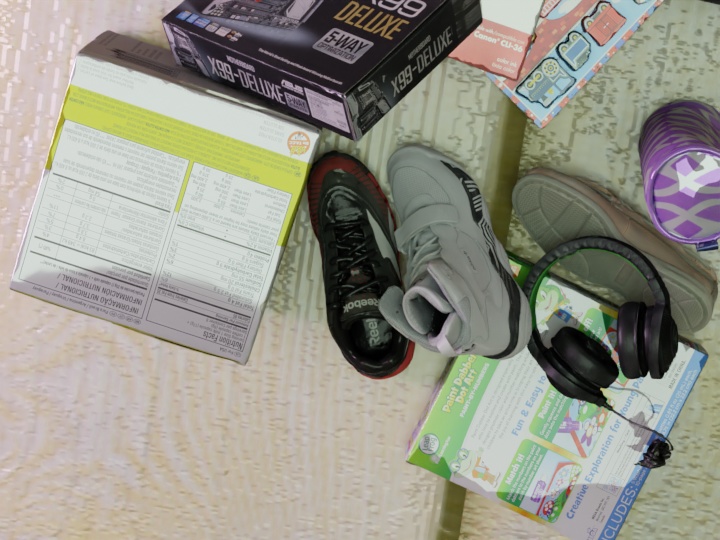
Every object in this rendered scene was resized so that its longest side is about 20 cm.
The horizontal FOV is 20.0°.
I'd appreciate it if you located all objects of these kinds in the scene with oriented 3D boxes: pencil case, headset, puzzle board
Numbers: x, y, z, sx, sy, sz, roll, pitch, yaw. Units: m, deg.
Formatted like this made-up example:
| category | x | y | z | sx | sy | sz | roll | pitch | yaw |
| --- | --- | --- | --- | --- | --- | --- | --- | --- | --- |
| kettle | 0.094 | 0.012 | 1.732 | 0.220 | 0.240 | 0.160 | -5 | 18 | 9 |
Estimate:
| category | x | y | z | sx | sy | sz | roll | pitch | yaw |
| --- | --- | --- | --- | --- | --- | --- | --- | --- | --- |
| pencil case | 0.267 | -0.084 | 1.642 | 0.085 | 0.200 | 0.085 | -17 | 106 | 9 |
| headset | 0.211 | 0.069 | 1.698 | 0.123 | 0.094 | 0.202 | -23 | 86 | 18 |
| puzzle board | 0.167 | -0.242 | 1.705 | 0.151 | 0.017 | 0.200 | 43 | 97 | -6 |

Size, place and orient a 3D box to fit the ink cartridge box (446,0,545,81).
| category | x | y | z | sx | sy | sz | roll | pitch | yaw |
| --- | --- | --- | --- | --- | --- | --- | --- | --- | --- |
| ink cartridge box | 0.128 | -0.260 | 1.636 | 0.067 | 0.117 | 0.202 | 18 | 100 | 0 |

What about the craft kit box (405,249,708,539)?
| category | x | y | z | sx | sy | sz | roll | pitch | yaw |
| --- | --- | --- | --- | --- | --- | --- | --- | --- | --- |
| craft kit box | 0.167 | 0.114 | 1.756 | 0.196 | 0.049 | 0.201 | 26 | 99 | -6 |

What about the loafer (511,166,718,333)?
| category | x | y | z | sx | sy | sz | roll | pitch | yaw |
| --- | --- | --- | --- | --- | --- | --- | --- | --- | --- |
| loafer | 0.217 | -0.024 | 1.729 | 0.199 | 0.063 | 0.072 | 36 | 132 | -2 |

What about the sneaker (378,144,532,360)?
| category | x | y | z | sx | sy | sz | roll | pitch | yaw |
| --- | --- | --- | --- | --- | --- | --- | --- | --- | --- |
| sneaker | 0.059 | -0.015 | 1.670 | 0.075 | 0.115 | 0.201 | -36 | 73 | 33 |

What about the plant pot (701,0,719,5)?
| category | x | y | z | sx | sy | sz | roll | pitch | yaw |
| --- | --- | --- | --- | --- | --- | --- | --- | --- | --- |
| plant pot | 0.268 | -0.309 | 1.600 | 0.198 | 0.200 | 0.179 | 12 | 106 | -6 |

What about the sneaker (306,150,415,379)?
| category | x | y | z | sx | sy | sz | roll | pitch | yaw |
| --- | --- | --- | --- | --- | --- | --- | --- | --- | --- |
| sneaker | 0.000 | 0.000 | 1.710 | 0.070 | 0.098 | 0.202 | -12 | 98 | 5 |

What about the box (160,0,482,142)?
| category | x | y | z | sx | sy | sz | roll | pitch | yaw |
| --- | --- | --- | --- | --- | --- | --- | --- | --- | --- |
| box | -0.030 | -0.193 | 1.581 | 0.158 | 0.199 | 0.050 | -44 | 140 | -26 |

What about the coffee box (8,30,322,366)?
| category | x | y | z | sx | sy | sz | roll | pitch | yaw |
| --- | --- | --- | --- | --- | --- | --- | --- | --- | --- |
| coffee box | -0.150 | -0.063 | 1.649 | 0.198 | 0.200 | 0.199 | 17 | 101 | -3 |
